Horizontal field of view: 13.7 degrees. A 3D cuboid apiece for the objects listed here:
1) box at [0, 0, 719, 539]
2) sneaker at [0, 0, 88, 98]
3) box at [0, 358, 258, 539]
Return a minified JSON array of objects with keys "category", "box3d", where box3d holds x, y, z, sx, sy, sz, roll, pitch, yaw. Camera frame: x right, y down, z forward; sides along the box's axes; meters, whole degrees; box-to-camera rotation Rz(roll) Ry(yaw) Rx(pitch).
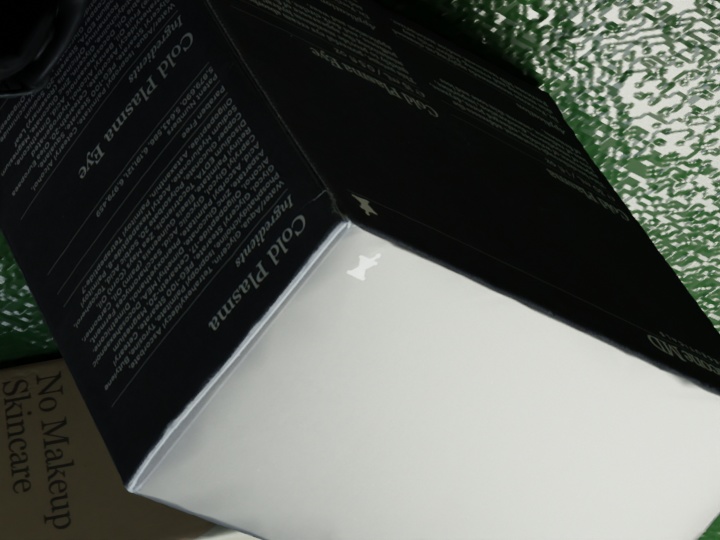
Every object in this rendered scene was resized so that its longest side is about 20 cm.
[{"category":"box","box3d":[0.000,0.000,0.913,0.199,0.182,0.104,24,112,-39]},{"category":"sneaker","box3d":[-0.124,-0.079,0.866,0.076,0.091,0.200,9,142,-30]},{"category":"box","box3d":[-0.119,0.092,1.110,0.199,0.095,0.078,-12,145,-2]}]
